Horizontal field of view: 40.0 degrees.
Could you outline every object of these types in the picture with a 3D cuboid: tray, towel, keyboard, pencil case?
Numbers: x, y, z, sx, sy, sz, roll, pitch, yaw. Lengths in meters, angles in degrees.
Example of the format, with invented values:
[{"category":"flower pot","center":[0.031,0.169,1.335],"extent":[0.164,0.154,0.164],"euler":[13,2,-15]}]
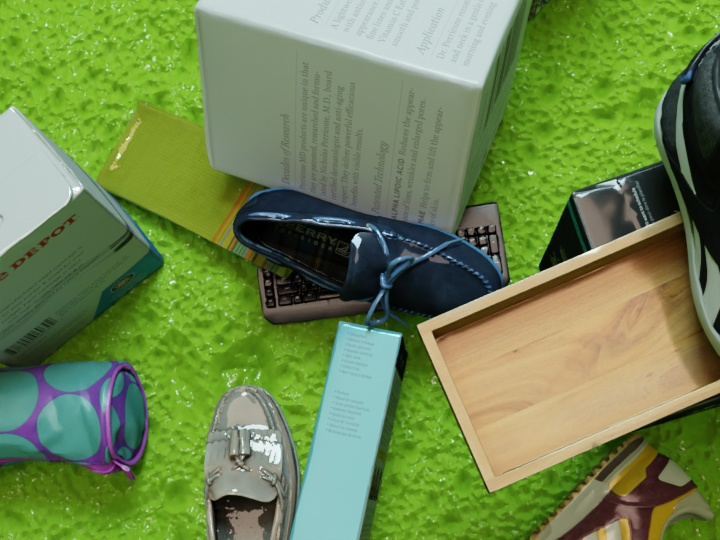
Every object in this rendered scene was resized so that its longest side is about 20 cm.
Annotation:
[{"category":"tray","center":[0.143,0.039,0.554],"extent":[0.200,0.037,0.099],"euler":[-23,76,-1]},{"category":"towel","center":[-0.121,-0.070,0.804],"extent":[0.200,0.018,0.086],"euler":[25,79,21]},{"category":"keyboard","center":[0.013,-0.021,0.785],"extent":[0.199,0.040,0.104],"euler":[-9,76,2]},{"category":"pencil case","center":[-0.268,0.118,0.752],"extent":[0.199,0.085,0.093],"euler":[-5,60,4]}]

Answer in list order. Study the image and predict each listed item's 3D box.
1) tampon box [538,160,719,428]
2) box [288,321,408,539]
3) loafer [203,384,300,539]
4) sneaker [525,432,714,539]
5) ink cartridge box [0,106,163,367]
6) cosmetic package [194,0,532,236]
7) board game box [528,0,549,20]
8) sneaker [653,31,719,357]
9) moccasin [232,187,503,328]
[{"category":"tampon box","center":[0.213,0.021,0.673],"extent":[0.126,0.200,0.150],"euler":[-18,77,0]},{"category":"box","center":[-0.011,0.144,0.723],"extent":[0.049,0.082,0.200],"euler":[11,77,8]},{"category":"loafer","center":[-0.082,0.181,0.730],"extent":[0.072,0.063,0.201],"euler":[-4,76,5]},{"category":"sneaker","center":[0.160,0.211,0.696],"extent":[0.090,0.075,0.200],"euler":[43,85,16]},{"category":"ink cartridge box","center":[-0.247,-0.012,0.723],"extent":[0.146,0.200,0.086],"euler":[-39,76,-5]},{"category":"cosmetic package","center":[0.006,-0.154,0.731],"extent":[0.200,0.165,0.165],"euler":[19,55,10]},{"category":"board game box","center":[0.109,-0.318,0.768],"extent":[0.159,0.200,0.097],"euler":[41,83,14]},{"category":"sneaker","center":[0.202,-0.023,0.487],"extent":[0.073,0.112,0.200],"euler":[-19,76,1]},{"category":"moccasin","center":[0.000,0.000,0.712],"extent":[0.200,0.068,0.081],"euler":[14,112,13]}]
